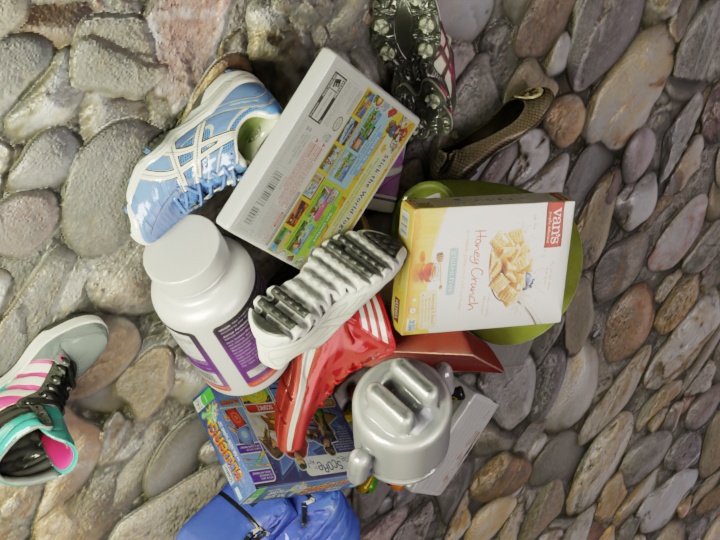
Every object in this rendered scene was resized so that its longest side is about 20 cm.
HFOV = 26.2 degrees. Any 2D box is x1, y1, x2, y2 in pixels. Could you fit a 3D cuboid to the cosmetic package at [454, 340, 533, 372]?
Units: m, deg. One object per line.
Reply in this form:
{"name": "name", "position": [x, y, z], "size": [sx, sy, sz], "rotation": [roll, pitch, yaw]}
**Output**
{"name": "cosmetic package", "position": [0.147, 0.065, 2.001], "size": [0.199, 0.090, 0.108], "rotation": [3, 115, -48]}

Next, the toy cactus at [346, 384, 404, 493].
{"name": "toy cactus", "position": [0.049, 0.195, 1.992], "size": [0.164, 0.101, 0.202], "rotation": [-28, 129, -49]}

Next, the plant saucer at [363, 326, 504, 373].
{"name": "plant saucer", "position": [0.057, 0.089, 1.804], "size": [0.200, 0.197, 0.037], "rotation": [33, 60, -72]}

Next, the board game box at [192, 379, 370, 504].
{"name": "board game box", "position": [-0.087, 0.191, 1.768], "size": [0.199, 0.136, 0.034], "rotation": [2, 143, -50]}

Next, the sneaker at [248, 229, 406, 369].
{"name": "sneaker", "position": [-0.035, 0.028, 1.591], "size": [0.199, 0.075, 0.082], "rotation": [-34, 148, -28]}

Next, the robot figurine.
{"name": "robot figurine", "position": [0.047, 0.173, 1.752], "size": [0.169, 0.113, 0.201], "rotation": [-39, 158, -18]}

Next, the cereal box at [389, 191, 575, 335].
{"name": "cereal box", "position": [0.133, -0.008, 1.676], "size": [0.198, 0.040, 0.146], "rotation": [-4, 111, -23]}

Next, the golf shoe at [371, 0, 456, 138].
{"name": "golf shoe", "position": [0.062, -0.243, 1.678], "size": [0.088, 0.076, 0.202], "rotation": [-65, 152, -48]}

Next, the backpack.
{"name": "backpack", "position": [-0.103, 0.315, 1.827], "size": [0.200, 0.162, 0.169], "rotation": [-42, 140, -18]}

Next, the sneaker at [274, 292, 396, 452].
{"name": "sneaker", "position": [-0.022, 0.110, 1.674], "size": [0.114, 0.078, 0.202], "rotation": [9, 109, -16]}

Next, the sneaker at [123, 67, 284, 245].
{"name": "sneaker", "position": [-0.153, -0.105, 1.502], "size": [0.201, 0.077, 0.076], "rotation": [-53, 147, -3]}

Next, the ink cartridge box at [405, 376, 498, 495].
{"name": "ink cartridge box", "position": [0.119, 0.233, 2.150], "size": [0.161, 0.047, 0.200], "rotation": [-57, 163, 0]}

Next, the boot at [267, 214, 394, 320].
{"name": "boot", "position": [0.000, 0.000, 1.764], "size": [0.175, 0.067, 0.199], "rotation": [-41, 152, 29]}

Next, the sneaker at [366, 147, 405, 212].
{"name": "sneaker", "position": [-0.020, -0.129, 1.664], "size": [0.200, 0.072, 0.116], "rotation": [2, 107, -57]}

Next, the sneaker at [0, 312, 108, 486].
{"name": "sneaker", "position": [-0.296, 0.132, 1.477], "size": [0.200, 0.120, 0.084], "rotation": [-41, 143, -21]}

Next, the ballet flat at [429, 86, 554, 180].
{"name": "ballet flat", "position": [0.155, -0.167, 1.856], "size": [0.200, 0.067, 0.047], "rotation": [-39, 110, -19]}

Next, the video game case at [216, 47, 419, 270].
{"name": "video game case", "position": [-0.039, -0.103, 1.557], "size": [0.201, 0.023, 0.182], "rotation": [-58, 146, 2]}

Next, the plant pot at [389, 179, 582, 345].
{"name": "plant pot", "position": [0.126, -0.028, 1.780], "size": [0.199, 0.187, 0.188], "rotation": [23, 99, -49]}

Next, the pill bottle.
{"name": "pill bottle", "position": [-0.148, 0.034, 1.589], "size": [0.111, 0.111, 0.201], "rotation": [-46, 144, -15]}

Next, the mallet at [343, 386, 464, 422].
{"name": "mallet", "position": [0.026, 0.163, 1.877], "size": [0.198, 0.041, 0.066], "rotation": [-18, 138, 16]}
